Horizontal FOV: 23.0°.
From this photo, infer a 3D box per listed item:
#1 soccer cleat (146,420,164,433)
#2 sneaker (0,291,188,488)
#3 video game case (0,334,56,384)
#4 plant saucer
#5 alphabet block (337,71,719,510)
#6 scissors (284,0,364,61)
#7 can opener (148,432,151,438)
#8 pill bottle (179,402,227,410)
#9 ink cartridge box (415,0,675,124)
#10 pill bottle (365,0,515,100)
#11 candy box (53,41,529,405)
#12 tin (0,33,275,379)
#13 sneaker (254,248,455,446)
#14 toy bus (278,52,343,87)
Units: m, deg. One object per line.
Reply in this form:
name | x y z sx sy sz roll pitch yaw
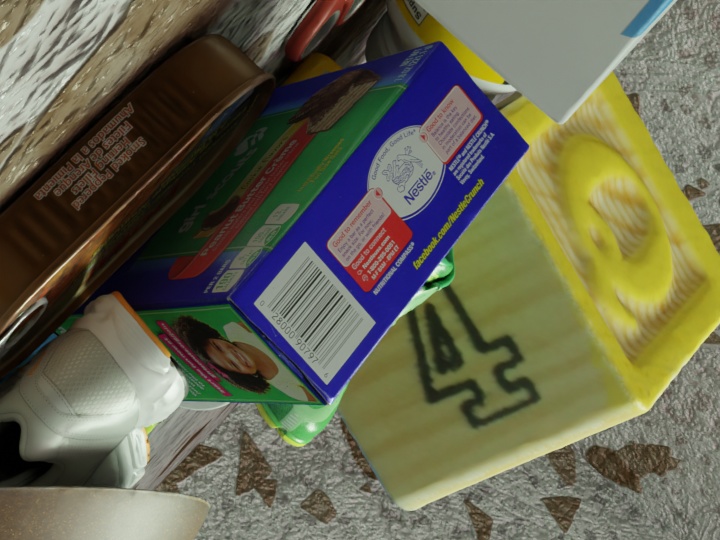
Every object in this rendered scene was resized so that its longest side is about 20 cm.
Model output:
soccer cleat | -0.186 0.090 0.982 0.084 0.065 0.200 -12 -169 39
sneaker | -0.150 0.078 0.838 0.092 0.076 0.200 -33 169 -26
video game case | -0.177 0.048 1.081 0.143 0.018 0.200 -47 177 -37
plant saucer | -0.169 0.130 0.822 0.200 0.035 0.200 -4 166 -1
alphabet block | 0.090 0.006 1.133 0.200 0.197 0.195 -29 -174 36
scissors | -0.001 -0.165 0.913 0.073 0.014 0.200 -44 175 -20
can opener | -0.124 0.046 1.087 0.200 0.066 0.053 -53 176 -7
pill bottle | -0.079 0.021 1.221 0.112 0.112 0.200 -49 178 25
ink cartridge box | 0.116 -0.201 0.790 0.200 0.146 0.147 -47 177 -37
pill bottle | 0.085 -0.176 1.026 0.112 0.112 0.200 -45 176 -45
candy box | -0.042 -0.018 0.857 0.169 0.077 0.200 -51 -158 -26
tin | -0.117 -0.026 0.783 0.200 0.042 0.112 -47 173 -20
sneaker | 0.000 0.000 0.948 0.084 0.074 0.200 -5 -128 51
toy bus | -0.062 -0.030 1.011 0.200 0.078 0.065 -50 -176 -29
